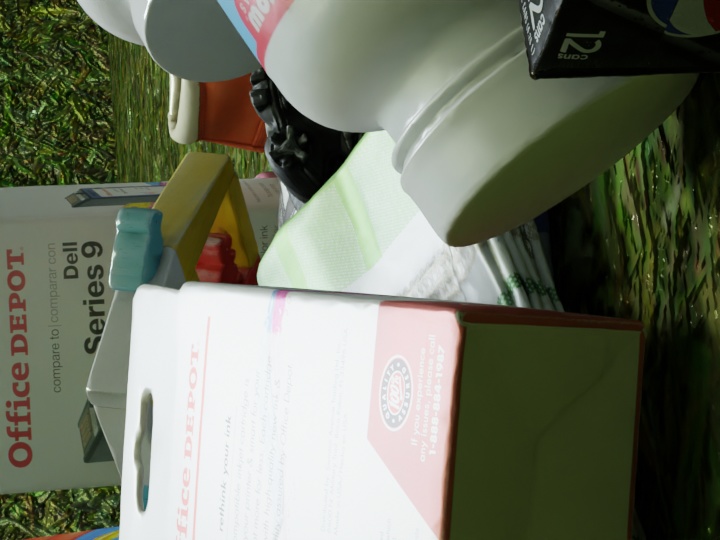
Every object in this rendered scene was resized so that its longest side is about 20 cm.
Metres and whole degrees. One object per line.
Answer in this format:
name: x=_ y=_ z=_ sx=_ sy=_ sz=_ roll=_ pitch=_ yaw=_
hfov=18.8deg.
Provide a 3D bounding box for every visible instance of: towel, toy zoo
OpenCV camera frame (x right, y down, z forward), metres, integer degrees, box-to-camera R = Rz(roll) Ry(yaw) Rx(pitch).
towel: x=0.018 y=0.047 z=0.708 sx=0.149 sy=0.031 sz=0.200 roll=-49 pitch=49 yaw=44
toy zoo: x=-0.070 y=0.044 z=0.928 sx=0.200 sy=0.020 sz=0.131 roll=77 pitch=-156 yaw=-46

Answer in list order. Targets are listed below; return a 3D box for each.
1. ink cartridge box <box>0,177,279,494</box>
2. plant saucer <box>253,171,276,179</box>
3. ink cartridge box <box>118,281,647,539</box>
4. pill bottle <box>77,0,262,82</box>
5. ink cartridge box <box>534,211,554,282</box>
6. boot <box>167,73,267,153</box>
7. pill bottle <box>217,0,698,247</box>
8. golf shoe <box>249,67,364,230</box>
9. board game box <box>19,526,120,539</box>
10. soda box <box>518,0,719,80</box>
ink cartridge box: x=-0.101 y=0.031 z=1.124 sx=0.088 sy=0.200 sz=0.145 roll=-130 pitch=39 yaw=-74
plant saucer: x=-0.068 y=0.038 z=1.383 sx=0.201 sy=0.051 sz=0.201 roll=177 pitch=90 yaw=-80
ink cartridge box: x=-0.003 y=0.064 z=0.656 sx=0.200 sy=0.067 sz=0.117 roll=6 pitch=92 yaw=59
pill bottle: x=-0.090 y=-0.176 z=0.952 sx=0.113 sy=0.112 sz=0.200 roll=98 pitch=151 yaw=-47
ink cartridge box: x=0.041 y=0.040 z=0.771 sx=0.119 sy=0.042 sz=0.200 roll=132 pitch=137 yaw=-76
boot: x=-0.042 y=-0.131 z=1.025 sx=0.075 sy=0.107 sz=0.200 roll=-98 pitch=13 yaw=-45
pill bottle: x=0.001 y=-0.110 z=0.587 sx=0.200 sy=0.109 sz=0.109 roll=56 pitch=162 yaw=13
golf shoe: x=0.000 y=0.000 z=0.952 sx=0.094 sy=0.078 sz=0.200 roll=59 pitch=-153 yaw=-73
board game box: x=-0.070 y=0.160 z=0.843 sx=0.103 sy=0.200 sz=0.105 roll=-41 pitch=-61 yaw=-64
soda box: x=0.062 y=-0.147 z=0.519 sx=0.071 sy=0.063 sz=0.200 roll=107 pitch=158 yaw=-60
